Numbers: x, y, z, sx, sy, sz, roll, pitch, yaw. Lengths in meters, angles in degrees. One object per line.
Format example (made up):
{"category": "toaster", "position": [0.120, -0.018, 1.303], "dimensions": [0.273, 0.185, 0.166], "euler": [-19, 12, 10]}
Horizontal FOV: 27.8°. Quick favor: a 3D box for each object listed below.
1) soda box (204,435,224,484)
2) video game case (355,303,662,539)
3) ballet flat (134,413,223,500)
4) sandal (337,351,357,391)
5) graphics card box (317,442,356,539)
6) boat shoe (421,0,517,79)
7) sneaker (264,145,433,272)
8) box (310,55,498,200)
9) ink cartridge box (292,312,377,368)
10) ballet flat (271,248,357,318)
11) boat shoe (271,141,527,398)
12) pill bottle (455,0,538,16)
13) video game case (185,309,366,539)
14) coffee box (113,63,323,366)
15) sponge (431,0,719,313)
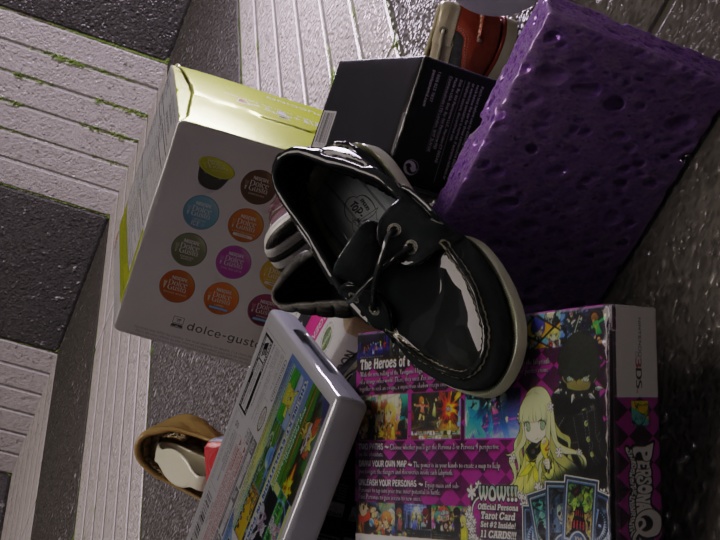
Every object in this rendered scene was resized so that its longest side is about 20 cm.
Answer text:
{"category": "soda box", "position": [-0.056, 0.210, 0.996], "dimensions": [0.070, 0.063, 0.200], "euler": [-5, 90, 31]}
{"category": "video game case", "position": [0.067, 0.114, 0.727], "dimensions": [0.200, 0.036, 0.181], "euler": [-11, 78, 54]}
{"category": "ballet flat", "position": [-0.088, 0.165, 1.078], "dimensions": [0.200, 0.063, 0.069], "euler": [19, 101, 33]}
{"category": "sandal", "position": [0.041, 0.053, 0.905], "dimensions": [0.201, 0.057, 0.080], "euler": [-37, -3, -41]}
{"category": "graphics card box", "position": [-0.010, 0.173, 0.928], "dimensions": [0.051, 0.125, 0.200], "euler": [156, 129, -75]}
{"category": "boat shoe", "position": [0.053, -0.140, 1.147], "dimensions": [0.200, 0.063, 0.071], "euler": [128, 152, -54]}
{"category": "sneaker", "position": [0.007, -0.085, 1.082], "dimensions": [0.200, 0.076, 0.116], "euler": [-32, 30, 6]}
{"category": "box", "position": [0.063, -0.078, 0.916], "dimensions": [0.200, 0.141, 0.079], "euler": [-154, 83, -73]}
{"category": "ink cartridge box", "position": [-0.012, 0.061, 1.138], "dimensions": [0.165, 0.075, 0.200], "euler": [-95, 28, -54]}
{"category": "ballet flat", "position": [0.000, 0.000, 0.937], "dimensions": [0.200, 0.057, 0.067], "euler": [-34, 76, 64]}
{"category": "boat shoe", "position": [0.011, -0.008, 0.739], "dimensions": [0.075, 0.066, 0.199], "euler": [-57, 42, 25]}
{"category": "pill bottle", "position": [0.092, -0.271, 1.062], "dimensions": [0.200, 0.111, 0.111], "euler": [-93, 25, -49]}
{"category": "video game case", "position": [-0.061, 0.140, 0.870], "dimensions": [0.182, 0.022, 0.200], "euler": [-137, 66, -70]}
{"category": "coffee box", "position": [-0.100, -0.046, 1.304], "dimensions": [0.200, 0.200, 0.198], "euler": [-112, 40, -67]}
{"category": "sponge", "position": [0.104, -0.042, 0.795], "dimensions": [0.030, 0.111, 0.200], "euler": [-100, 31, -54]}
